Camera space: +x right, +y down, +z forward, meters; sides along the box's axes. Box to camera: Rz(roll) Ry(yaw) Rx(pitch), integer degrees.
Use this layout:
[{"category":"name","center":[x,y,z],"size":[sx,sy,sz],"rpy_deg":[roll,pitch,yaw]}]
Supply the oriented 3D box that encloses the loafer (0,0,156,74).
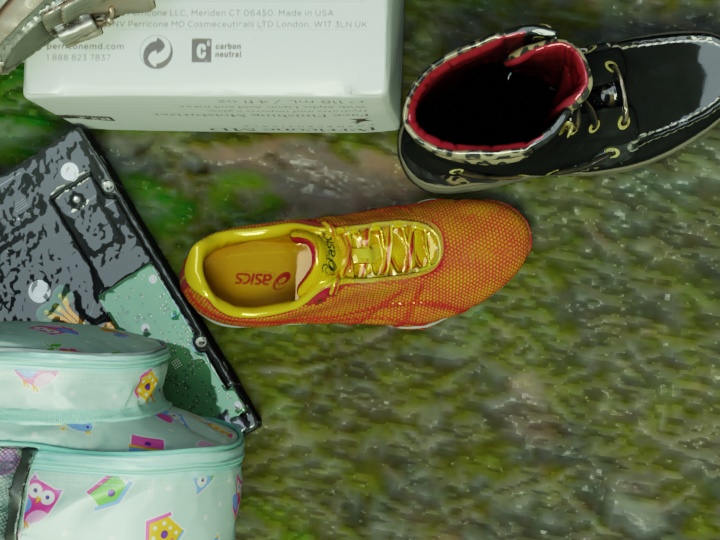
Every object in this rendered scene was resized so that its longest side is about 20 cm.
[{"category":"loafer","center":[-0.110,-0.164,1.047],"size":[0.200,0.072,0.063],"rpy_deg":[-43,91,-1]}]

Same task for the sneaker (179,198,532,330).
[{"category":"sneaker","center":[0.000,0.000,1.147],"size":[0.199,0.077,0.073],"rpy_deg":[-11,84,-6]}]

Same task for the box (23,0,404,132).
[{"category":"box","center":[-0.075,-0.183,1.142],"size":[0.198,0.131,0.201],"rpy_deg":[0,87,6]}]

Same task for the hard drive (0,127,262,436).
[{"category":"hard drive","center":[-0.164,0.039,1.182],"size":[0.139,0.038,0.201],"rpy_deg":[-33,83,2]}]

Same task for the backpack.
[{"category":"backpack","center":[-0.156,0.104,1.072],"size":[0.199,0.176,0.154],"rpy_deg":[12,91,2]}]

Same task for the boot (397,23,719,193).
[{"category":"boot","center":[0.112,-0.092,1.108],"size":[0.199,0.151,0.074],"rpy_deg":[-11,85,4]}]
